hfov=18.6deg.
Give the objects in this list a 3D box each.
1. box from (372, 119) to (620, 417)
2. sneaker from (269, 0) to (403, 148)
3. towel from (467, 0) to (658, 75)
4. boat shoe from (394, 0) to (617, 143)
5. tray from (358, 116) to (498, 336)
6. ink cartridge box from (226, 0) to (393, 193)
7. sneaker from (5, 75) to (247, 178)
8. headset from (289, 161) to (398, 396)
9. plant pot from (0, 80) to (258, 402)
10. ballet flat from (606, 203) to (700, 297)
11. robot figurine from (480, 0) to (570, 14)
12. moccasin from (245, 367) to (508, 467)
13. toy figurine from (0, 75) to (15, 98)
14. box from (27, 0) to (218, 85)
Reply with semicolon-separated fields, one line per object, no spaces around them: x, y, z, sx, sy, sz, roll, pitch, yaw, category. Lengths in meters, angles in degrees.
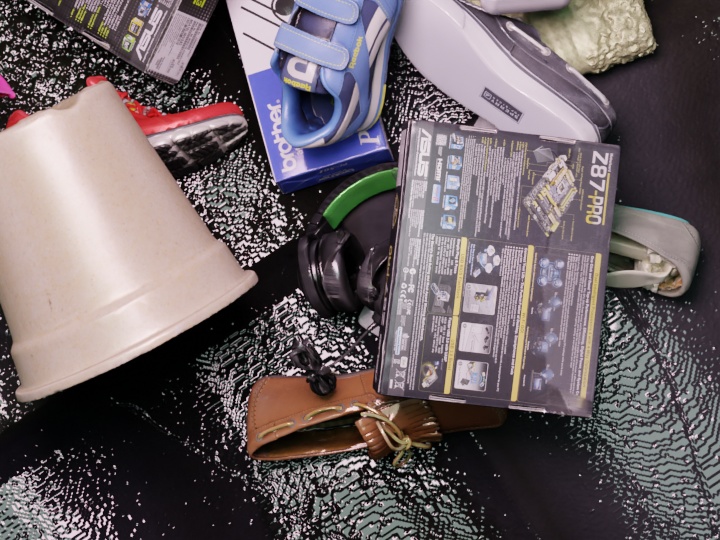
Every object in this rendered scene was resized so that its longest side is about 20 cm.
0.099;-0.001;1.596;0.160;0.049;0.202;6;90;-5;box
-0.020;-0.175;1.609;0.074;0.201;0.082;26;40;30;sneaker
0.138;-0.237;1.728;0.147;0.036;0.201;-23;77;2;towel
0.109;-0.160;1.664;0.199;0.072;0.068;37;55;5;boat shoe
0.091;-0.020;1.701;0.107;0.022;0.201;30;84;12;tray
-0.046;-0.171;1.733;0.093;0.044;0.202;-16;78;4;ink cartridge box
-0.189;-0.115;1.726;0.198;0.077;0.086;-10;73;4;sneaker
0.000;0.000;1.656;0.123;0.094;0.201;7;63;30;headset
-0.203;-0.031;1.621;0.199;0.200;0.185;-25;97;2;plant pot
0.160;-0.028;1.650;0.198;0.067;0.064;16;62;-6;ballet flat
0.119;-0.276;1.646;0.198;0.113;0.171;-1;81;-15;robot figurine
0.011;0.113;1.651;0.199;0.074;0.078;-2;54;6;moccasin
-0.327;-0.071;1.689;0.200;0.150;0.184;40;94;-4;toy figurine
-0.173;-0.274;1.712;0.193;0.047;0.201;32;99;37;box
